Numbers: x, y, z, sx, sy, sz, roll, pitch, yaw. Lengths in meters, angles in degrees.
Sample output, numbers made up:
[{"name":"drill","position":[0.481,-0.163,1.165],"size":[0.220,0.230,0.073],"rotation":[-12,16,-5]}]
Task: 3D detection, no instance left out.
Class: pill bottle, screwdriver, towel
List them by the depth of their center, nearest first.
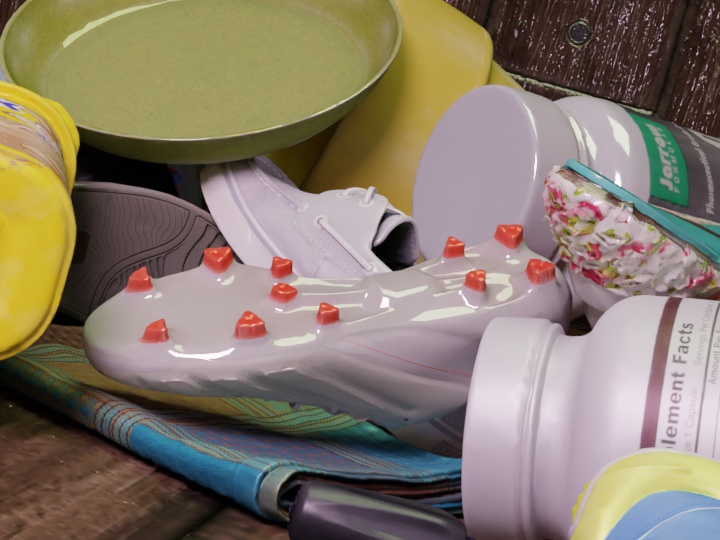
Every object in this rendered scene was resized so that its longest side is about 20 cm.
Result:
[{"name":"screwdriver","position":[0.070,0.112,0.624],"size":[0.199,0.029,0.028],"rotation":[20,7,-2]},{"name":"pill bottle","position":[0.143,0.069,0.664],"size":[0.199,0.114,0.113],"rotation":[5,5,16]},{"name":"towel","position":[-0.061,0.056,0.746],"size":[0.199,0.022,0.146],"rotation":[22,9,37]},{"name":"pill bottle","position":[0.132,-0.022,0.912],"size":[0.199,0.114,0.113],"rotation":[13,8,-34]}]

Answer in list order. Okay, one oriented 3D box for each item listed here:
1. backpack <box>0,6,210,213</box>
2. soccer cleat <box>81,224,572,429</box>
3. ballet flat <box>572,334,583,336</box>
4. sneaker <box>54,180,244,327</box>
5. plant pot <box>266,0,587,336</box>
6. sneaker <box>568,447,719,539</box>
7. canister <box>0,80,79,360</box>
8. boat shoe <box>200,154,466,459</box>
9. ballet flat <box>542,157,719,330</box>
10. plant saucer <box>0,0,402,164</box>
[{"name":"backpack","position":[-0.124,-0.085,1.013],"size":[0.166,0.127,0.200],"rotation":[22,41,14]},{"name":"soccer cleat","position":[-0.010,0.033,0.724],"size":[0.199,0.078,0.069],"rotation":[-6,34,-15]},{"name":"ballet flat","position":[0.177,0.080,0.883],"size":[0.199,0.066,0.070],"rotation":[18,8,15]},{"name":"sneaker","position":[-0.143,-0.017,0.892],"size":[0.199,0.075,0.106],"rotation":[17,4,-19]},{"name":"plant pot","position":[0.046,-0.032,1.028],"size":[0.188,0.201,0.201],"rotation":[31,5,-12]},{"name":"sneaker","position":[0.154,0.127,0.562],"size":[0.199,0.076,0.105],"rotation":[17,26,9]},{"name":"canister","position":[-0.182,-0.033,0.706],"size":[0.148,0.087,0.200],"rotation":[15,8,-14]},{"name":"boat shoe","position":[0.000,0.000,0.836],"size":[0.072,0.069,0.200],"rotation":[27,19,-51]},{"name":"ballet flat","position":[0.129,0.007,0.750],"size":[0.076,0.064,0.200],"rotation":[36,12,36]},{"name":"plant saucer","position":[-0.078,-0.106,0.909],"size":[0.199,0.031,0.200],"rotation":[-1,36,1]}]
